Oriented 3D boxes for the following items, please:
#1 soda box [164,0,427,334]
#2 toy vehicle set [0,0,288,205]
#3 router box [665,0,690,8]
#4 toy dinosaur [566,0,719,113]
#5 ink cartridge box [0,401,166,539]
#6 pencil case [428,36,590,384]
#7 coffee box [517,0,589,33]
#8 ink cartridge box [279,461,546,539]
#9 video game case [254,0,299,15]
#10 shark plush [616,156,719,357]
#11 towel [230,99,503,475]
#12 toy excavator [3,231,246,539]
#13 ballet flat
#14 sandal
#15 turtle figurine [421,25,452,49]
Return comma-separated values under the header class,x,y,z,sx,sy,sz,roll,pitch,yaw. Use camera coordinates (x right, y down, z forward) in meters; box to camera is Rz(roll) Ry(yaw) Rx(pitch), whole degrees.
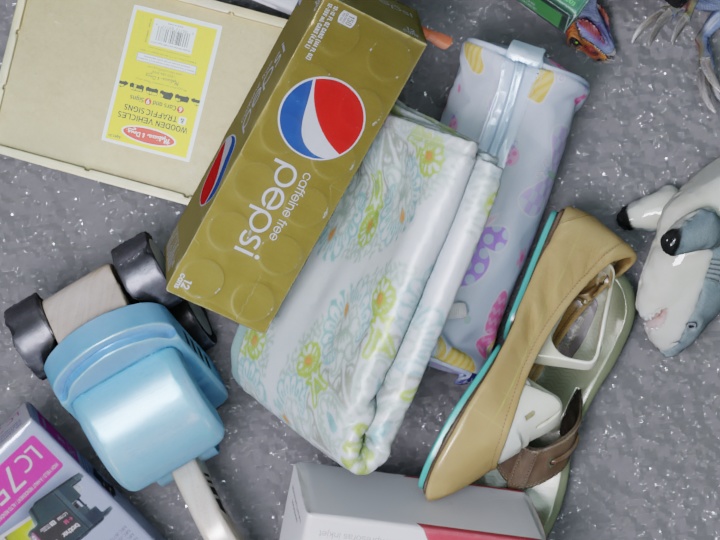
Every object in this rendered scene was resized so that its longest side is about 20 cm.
class,x,y,z,sx,sy,sz,roll,pitch,yaw
soda box,-0.039,-0.069,1.593,0.067,0.064,0.201,25,109,-15
toy vehicle set,-0.121,-0.109,1.696,0.199,0.027,0.125,15,92,4
router box,0.151,-0.269,1.569,0.200,0.062,0.150,38,79,3
toy dinosaur,0.218,-0.169,1.665,0.180,0.105,0.201,16,54,16
ink cartridge box,-0.174,0.189,1.662,0.119,0.042,0.200,-42,112,1
pencil case,0.066,-0.038,1.651,0.083,0.091,0.201,22,91,22
coffee box,0.130,-0.252,1.619,0.123,0.044,0.201,34,78,3
ink cartridge box,0.017,0.226,1.624,0.146,0.083,0.201,8,107,-9
video game case,-0.050,-0.260,1.636,0.181,0.024,0.201,22,85,12
shark plush,0.240,-0.037,1.670,0.200,0.091,0.084,-39,108,-17
towel,0.000,0.000,1.607,0.048,0.171,0.201,20,96,-25
toy excavator,-0.110,0.108,1.653,0.099,0.195,0.201,-28,60,4
ballet flat,0.101,0.054,1.610,0.063,0.069,0.201,25,71,8
sandal,0.101,0.085,1.665,0.079,0.057,0.202,22,91,3
turtle figurine,-0.007,-0.224,1.668,0.199,0.064,0.162,27,85,12
